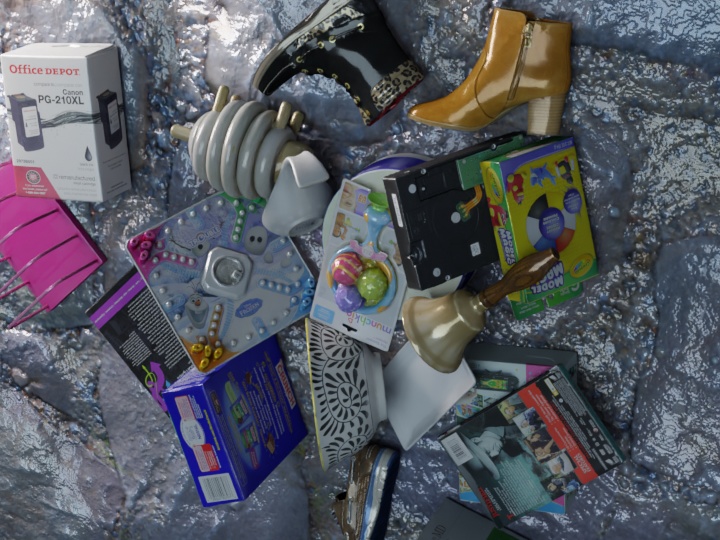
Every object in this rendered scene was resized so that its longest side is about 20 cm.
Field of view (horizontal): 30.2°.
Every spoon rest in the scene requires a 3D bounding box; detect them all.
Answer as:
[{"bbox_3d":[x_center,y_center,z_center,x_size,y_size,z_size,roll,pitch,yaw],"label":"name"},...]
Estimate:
[{"bbox_3d":[-0.074,-0.097,1.673,0.098,0.200,0.061,-20,75,-14],"label":"spoon rest"}]

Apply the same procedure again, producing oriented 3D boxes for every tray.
[{"bbox_3d":[0.085,0.144,1.732,0.108,0.022,0.200,63,143,21],"label":"tray"}]

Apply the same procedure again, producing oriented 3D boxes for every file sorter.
[{"bbox_3d":[-0.494,-0.039,1.900,0.139,0.125,0.201,-37,91,28],"label":"file sorter"}]

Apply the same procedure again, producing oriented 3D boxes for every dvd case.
[{"bbox_3d":[0.212,0.223,1.677,0.199,0.022,0.147,-35,91,27],"label":"dvd case"}]

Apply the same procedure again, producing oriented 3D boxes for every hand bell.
[{"bbox_3d":[0.153,0.028,1.566,0.199,0.104,0.104,-36,91,32],"label":"hand bell"}]

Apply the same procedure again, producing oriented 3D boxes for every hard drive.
[{"bbox_3d":[0.129,-0.073,1.594,0.038,0.199,0.141,11,119,61],"label":"hard drive"}]

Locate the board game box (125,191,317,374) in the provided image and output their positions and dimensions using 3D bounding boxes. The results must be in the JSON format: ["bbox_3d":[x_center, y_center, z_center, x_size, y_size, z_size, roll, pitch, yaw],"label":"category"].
[{"bbox_3d":[-0.172,0.001,1.739,0.201,0.199,0.026,59,160,5],"label":"board game box"}]

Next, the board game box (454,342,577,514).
[{"bbox_3d":[0.202,0.202,1.722,0.146,0.064,0.202,4,109,23],"label":"board game box"}]

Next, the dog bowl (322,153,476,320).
[{"bbox_3d":[0.054,-0.042,1.692,0.198,0.079,0.202,8,111,20],"label":"dog bowl"}]

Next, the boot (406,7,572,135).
[{"bbox_3d":[0.154,-0.240,1.595,0.199,0.071,0.146,5,104,18],"label":"boot"}]

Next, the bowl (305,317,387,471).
[{"bbox_3d":[-0.015,0.157,1.750,0.093,0.201,0.203,-6,107,-1],"label":"bowl"}]

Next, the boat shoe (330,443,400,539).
[{"bbox_3d":[0.000,0.331,1.854,0.072,0.072,0.202,19,104,21],"label":"boat shoe"}]

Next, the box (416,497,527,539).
[{"bbox_3d":[0.125,0.453,1.763,0.170,0.199,0.202,24,114,14],"label":"box"}]

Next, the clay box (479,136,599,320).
[{"bbox_3d":[0.218,-0.049,1.599,0.047,0.114,0.202,9,117,61],"label":"clay box"}]

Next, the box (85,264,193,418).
[{"bbox_3d":[-0.285,0.095,1.909,0.143,0.036,0.201,-39,89,30],"label":"box"}]

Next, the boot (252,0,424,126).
[{"bbox_3d":[-0.028,-0.245,1.664,0.200,0.073,0.151,-38,90,23],"label":"boot"}]

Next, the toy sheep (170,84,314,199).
[{"bbox_3d":[-0.151,-0.159,1.714,0.198,0.138,0.139,16,113,19],"label":"toy sheep"}]

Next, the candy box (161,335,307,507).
[{"bbox_3d":[-0.164,0.194,1.796,0.076,0.200,0.171,-11,104,29],"label":"candy box"}]

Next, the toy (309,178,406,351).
[{"bbox_3d":[0.000,0.000,1.657,0.114,0.047,0.202,23,115,16],"label":"toy"}]

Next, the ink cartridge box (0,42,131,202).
[{"bbox_3d":[-0.402,-0.204,1.827,0.143,0.084,0.202,4,109,21],"label":"ink cartridge box"}]
